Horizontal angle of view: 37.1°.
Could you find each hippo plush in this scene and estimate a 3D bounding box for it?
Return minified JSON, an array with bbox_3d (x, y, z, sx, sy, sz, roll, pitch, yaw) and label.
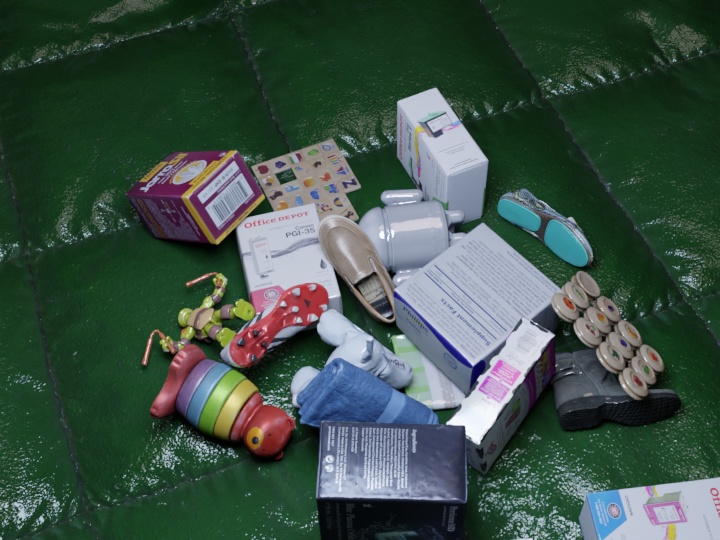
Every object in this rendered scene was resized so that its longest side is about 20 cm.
[{"bbox_3d":[-0.018,0.175,1.622,0.161,0.159,0.200,-54,28,-3],"label":"hippo plush"}]

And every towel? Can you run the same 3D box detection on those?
[{"bbox_3d":[0.158,0.144,1.695,0.198,0.031,0.150,-10,52,-6],"label":"towel"},{"bbox_3d":[0.013,0.208,1.542,0.199,0.112,0.049,32,21,-25],"label":"towel"}]

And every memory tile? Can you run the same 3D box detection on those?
[{"bbox_3d":[0.376,0.094,1.616,0.200,0.017,0.153,49,33,8],"label":"memory tile"}]

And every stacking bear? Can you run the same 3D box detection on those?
[{"bbox_3d":[-0.193,0.209,1.609,0.199,0.122,0.114,29,13,11],"label":"stacking bear"}]

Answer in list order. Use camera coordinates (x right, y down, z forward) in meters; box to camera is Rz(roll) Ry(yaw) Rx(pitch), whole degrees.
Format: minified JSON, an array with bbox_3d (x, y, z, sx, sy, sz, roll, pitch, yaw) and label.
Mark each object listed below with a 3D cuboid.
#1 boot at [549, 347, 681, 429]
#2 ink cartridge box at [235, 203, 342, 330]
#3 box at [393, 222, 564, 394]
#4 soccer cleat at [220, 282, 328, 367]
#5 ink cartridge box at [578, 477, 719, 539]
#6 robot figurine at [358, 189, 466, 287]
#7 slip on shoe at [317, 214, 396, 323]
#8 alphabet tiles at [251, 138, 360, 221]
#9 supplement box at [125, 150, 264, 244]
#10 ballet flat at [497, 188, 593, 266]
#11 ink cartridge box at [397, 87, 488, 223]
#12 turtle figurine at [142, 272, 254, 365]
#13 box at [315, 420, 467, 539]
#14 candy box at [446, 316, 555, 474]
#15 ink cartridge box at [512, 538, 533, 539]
[{"bbox_3d":[0.383,0.169,1.651,0.198,0.068,0.131,-4,46,-3],"label":"boot"},{"bbox_3d":[-0.122,-0.001,1.779,0.145,0.083,0.201,-12,55,-7],"label":"ink cartridge box"},{"bbox_3d":[0.183,0.061,1.676,0.199,0.105,0.184,-35,60,-20],"label":"box"},{"bbox_3d":[-0.133,0.083,1.654,0.200,0.085,0.069,-39,101,-30],"label":"soccer cleat"},{"bbox_3d":[0.418,0.375,1.474,0.198,0.085,0.146,-6,52,-4],"label":"ink cartridge box"},{"bbox_3d":[0.078,-0.056,1.798,0.198,0.113,0.171,-8,72,-4],"label":"robot figurine"},{"bbox_3d":[0.000,0.000,1.721,0.076,0.201,0.061,-29,12,6],"label":"slip on shoe"},{"bbox_3d":[-0.087,-0.147,1.942,0.166,0.008,0.201,-20,55,-13],"label":"alphabet tiles"},{"bbox_3d":[-0.281,-0.127,1.820,0.199,0.104,0.131,5,45,47],"label":"supplement box"},{"bbox_3d":[0.330,-0.081,1.844,0.200,0.075,0.074,39,62,23],"label":"ballet flat"},{"bbox_3d":[0.140,-0.197,1.885,0.083,0.146,0.201,-20,54,-13],"label":"ink cartridge box"},{"bbox_3d":[-0.250,0.089,1.714,0.160,0.065,0.201,6,49,44],"label":"turtle figurine"},{"bbox_3d":[0.042,0.305,1.468,0.198,0.198,0.118,1,53,2],"label":"box"},{"bbox_3d":[0.209,0.185,1.572,0.061,0.137,0.201,29,70,24],"label":"candy box"},{"bbox_3d":[0.137,0.437,1.409,0.198,0.088,0.147,-4,72,-5],"label":"ink cartridge box"}]
